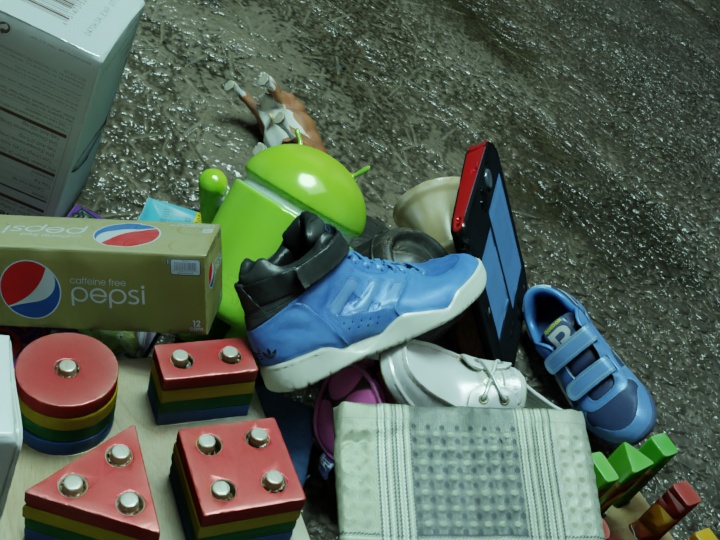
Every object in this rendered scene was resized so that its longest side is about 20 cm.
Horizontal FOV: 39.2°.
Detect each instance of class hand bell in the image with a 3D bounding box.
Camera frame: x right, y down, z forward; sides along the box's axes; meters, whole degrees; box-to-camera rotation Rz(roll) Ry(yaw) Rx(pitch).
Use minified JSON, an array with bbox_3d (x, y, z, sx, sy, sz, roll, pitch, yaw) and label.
[{"bbox_3d":[0.102,0.014,1.052,0.103,0.104,0.202,8,55,-29],"label":"hand bell"}]

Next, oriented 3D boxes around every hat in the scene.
[{"bbox_3d":[0.048,0.016,0.947,0.200,0.081,0.202,35,38,-33],"label":"hat"}]

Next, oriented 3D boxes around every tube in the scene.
[{"bbox_3d":[-0.114,-0.017,0.952,0.198,0.051,0.078,21,19,-9],"label":"tube"}]

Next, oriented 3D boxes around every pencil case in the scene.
[{"bbox_3d":[0.052,0.129,0.837,0.199,0.091,0.094,11,26,-46],"label":"pencil case"}]

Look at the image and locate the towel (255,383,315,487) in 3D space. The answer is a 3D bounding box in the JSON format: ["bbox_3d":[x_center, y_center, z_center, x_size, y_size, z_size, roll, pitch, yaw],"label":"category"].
[{"bbox_3d":[-0.100,0.167,0.745,0.111,0.049,0.201,26,38,-7],"label":"towel"}]

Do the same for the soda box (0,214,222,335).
[{"bbox_3d":[-0.205,0.001,0.750,0.197,0.065,0.068,3,22,1],"label":"soda box"}]

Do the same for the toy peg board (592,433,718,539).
[{"bbox_3d":[0.231,0.241,0.856,0.198,0.098,0.200,-6,50,-39],"label":"toy peg board"}]

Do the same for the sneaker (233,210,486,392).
[{"bbox_3d":[0.000,0.000,0.759,0.198,0.077,0.112,-24,102,-19],"label":"sneaker"}]

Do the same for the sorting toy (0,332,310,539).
[{"bbox_3d":[-0.145,0.120,0.677,0.196,0.070,0.201,-3,43,-25],"label":"sorting toy"}]

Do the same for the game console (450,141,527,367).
[{"bbox_3d":[0.133,-0.009,1.008,0.031,0.202,0.178,-8,33,18],"label":"game console"}]

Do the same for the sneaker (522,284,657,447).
[{"bbox_3d":[0.222,0.093,1.021,0.082,0.074,0.201,40,14,-46],"label":"sneaker"}]

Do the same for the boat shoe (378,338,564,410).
[{"bbox_3d":[0.100,0.097,0.791,0.199,0.069,0.071,29,43,-34],"label":"boat shoe"}]

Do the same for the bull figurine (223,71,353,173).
[{"bbox_3d":[-0.073,-0.135,1.082,0.121,0.065,0.201,42,11,-48],"label":"bull figurine"}]

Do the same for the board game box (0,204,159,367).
[{"bbox_3d":[-0.223,0.033,0.829,0.119,0.032,0.201,23,37,-5],"label":"board game box"}]

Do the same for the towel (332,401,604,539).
[{"bbox_3d":[0.076,0.183,0.673,0.190,0.035,0.202,4,59,-10],"label":"towel"}]

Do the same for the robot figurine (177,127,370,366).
[{"bbox_3d":[-0.071,-0.016,0.843,0.174,0.201,0.116,30,2,18],"label":"robot figurine"}]

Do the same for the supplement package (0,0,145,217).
[{"bbox_3d":[-0.275,-0.144,0.847,0.116,0.201,0.118,23,37,-10],"label":"supplement package"}]

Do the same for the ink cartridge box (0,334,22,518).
[{"bbox_3d":[-0.310,0.107,0.580,0.198,0.146,0.084,7,40,-29],"label":"ink cartridge box"}]
